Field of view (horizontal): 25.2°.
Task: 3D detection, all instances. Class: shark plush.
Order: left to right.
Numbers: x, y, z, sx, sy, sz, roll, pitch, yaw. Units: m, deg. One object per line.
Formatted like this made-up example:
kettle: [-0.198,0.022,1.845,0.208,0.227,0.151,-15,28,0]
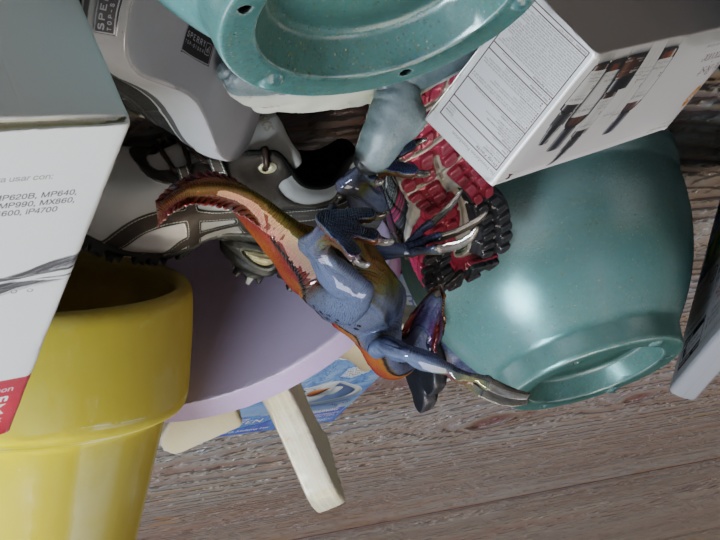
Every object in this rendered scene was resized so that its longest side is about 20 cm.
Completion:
shark plush: [0.036,-0.120,0.721,0.200,0.091,0.083,-23,152,14]

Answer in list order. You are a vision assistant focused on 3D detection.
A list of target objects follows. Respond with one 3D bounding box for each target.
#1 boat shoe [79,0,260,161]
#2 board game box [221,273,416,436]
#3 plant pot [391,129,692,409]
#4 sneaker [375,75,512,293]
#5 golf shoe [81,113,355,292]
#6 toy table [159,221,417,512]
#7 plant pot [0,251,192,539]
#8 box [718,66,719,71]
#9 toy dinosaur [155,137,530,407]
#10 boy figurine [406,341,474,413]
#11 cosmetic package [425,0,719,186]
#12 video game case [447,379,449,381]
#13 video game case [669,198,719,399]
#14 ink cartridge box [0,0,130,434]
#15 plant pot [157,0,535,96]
boat shoe: [-0.091,-0.100,0.714,0.057,0.069,0.200,15,173,14]
board game box: [-0.073,0.069,1.178,0.200,0.043,0.199,-6,155,-29]
plant pot: [0.131,0.009,1.044,0.200,0.134,0.200,-15,160,-6]
sneaker: [0.038,-0.067,0.886,0.081,0.075,0.200,-25,149,-18]
golf shoe: [-0.086,-0.051,0.841,0.200,0.078,0.095,8,122,-39]
toy table: [-0.059,0.044,0.969,0.200,0.184,0.117,-13,144,12]
plant pot: [-0.189,0.095,0.832,0.201,0.189,0.201,2,-169,0]
box: [0.241,-0.103,0.821,0.043,0.160,0.200,-16,159,-4]
toy dinosaur: [0.000,0.000,0.842,0.200,0.105,0.182,13,149,0]
boy figurine: [0.133,0.060,1.231,0.200,0.064,0.124,-6,154,-18]
cosmetic package: [0.118,-0.098,0.780,0.200,0.051,0.083,-21,155,-54]
video game case: [0.150,0.030,1.286,0.182,0.024,0.200,-15,160,-7]
video game case: [0.252,-0.031,1.016,0.022,0.182,0.200,19,157,3]
ink cartridge box: [-0.171,-0.043,0.614,0.084,0.144,0.200,-7,147,-31]
plant pot: [-0.009,-0.144,0.549,0.200,0.134,0.200,-15,160,-6]
